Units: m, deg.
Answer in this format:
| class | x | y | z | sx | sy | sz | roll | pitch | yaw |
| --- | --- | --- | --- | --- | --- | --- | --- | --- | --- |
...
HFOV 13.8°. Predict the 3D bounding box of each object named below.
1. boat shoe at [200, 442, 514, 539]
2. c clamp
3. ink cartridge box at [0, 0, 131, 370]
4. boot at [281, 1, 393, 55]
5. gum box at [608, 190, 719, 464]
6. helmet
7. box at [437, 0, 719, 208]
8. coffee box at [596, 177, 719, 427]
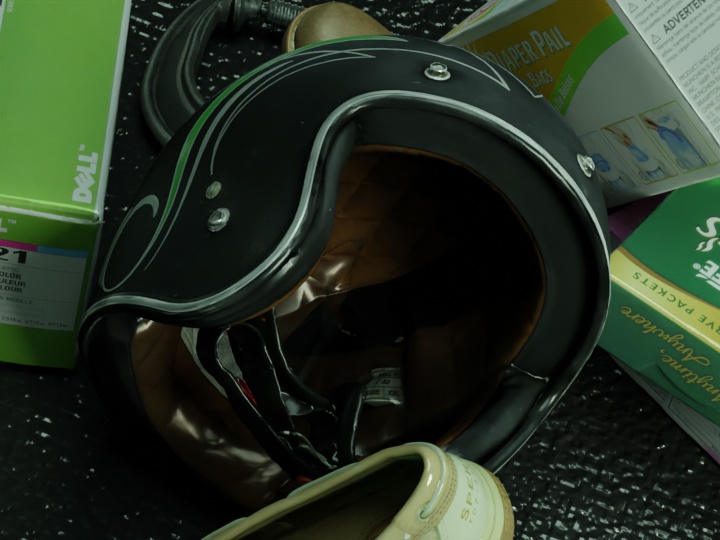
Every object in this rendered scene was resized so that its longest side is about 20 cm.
| class | x | y | z | sx | sy | sz | roll | pitch | yaw |
| --- | --- | --- | --- | --- | --- | --- | --- | --- | --- |
| boat shoe | -0.040 | 0.121 | 1.106 | 0.199 | 0.063 | 0.074 | -34 | 54 | 14 |
| c clamp | -0.002 | -0.090 | 1.393 | 0.199 | 0.027 | 0.172 | 11 | 53 | -7 |
| ink cartridge box | -0.134 | -0.079 | 1.227 | 0.075 | 0.201 | 0.148 | 10 | 49 | -7 |
| boot | 0.040 | -0.054 | 1.317 | 0.073 | 0.076 | 0.200 | -28 | 70 | -30 |
| gum box | 0.202 | 0.041 | 1.303 | 0.113 | 0.066 | 0.200 | -28 | 61 | -32 |
| helmet | 0.000 | 0.000 | 1.196 | 0.199 | 0.200 | 0.191 | 33 | 63 | 14 |
| box | 0.127 | -0.101 | 1.279 | 0.112 | 0.200 | 0.102 | -39 | 97 | -17 |
| coffee box | 0.195 | -0.009 | 1.268 | 0.123 | 0.044 | 0.200 | 36 | 52 | 18 |
